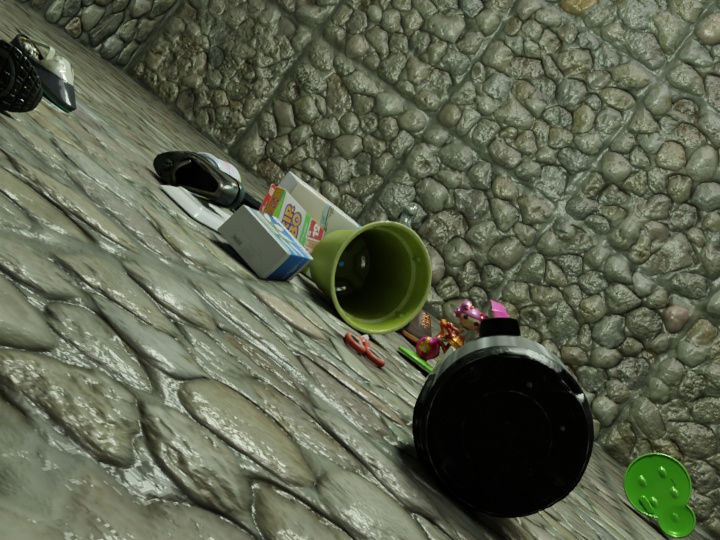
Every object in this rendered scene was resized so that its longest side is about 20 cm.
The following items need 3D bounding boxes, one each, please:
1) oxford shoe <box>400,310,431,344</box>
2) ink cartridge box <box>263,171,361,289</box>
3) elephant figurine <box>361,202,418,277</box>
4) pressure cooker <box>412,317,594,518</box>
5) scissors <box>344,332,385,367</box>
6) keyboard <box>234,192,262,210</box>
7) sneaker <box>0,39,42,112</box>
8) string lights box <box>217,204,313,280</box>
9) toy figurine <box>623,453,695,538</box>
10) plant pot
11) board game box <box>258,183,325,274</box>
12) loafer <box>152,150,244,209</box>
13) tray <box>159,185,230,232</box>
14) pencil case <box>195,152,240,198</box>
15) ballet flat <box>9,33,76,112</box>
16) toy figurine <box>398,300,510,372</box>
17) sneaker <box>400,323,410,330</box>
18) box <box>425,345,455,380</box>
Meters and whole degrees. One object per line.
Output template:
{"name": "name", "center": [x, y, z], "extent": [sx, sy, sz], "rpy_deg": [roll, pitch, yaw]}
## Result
{"name": "oxford shoe", "center": [0.135, 0.130, 1.950], "extent": [0.071, 0.073, 0.200], "rpy_deg": [37, 4, -27]}
{"name": "ink cartridge box", "center": [-0.103, -0.080, 1.699], "extent": [0.200, 0.145, 0.147], "rpy_deg": [36, 4, -19]}
{"name": "elephant figurine", "center": [0.078, -0.012, 1.733], "extent": [0.142, 0.155, 0.200], "rpy_deg": [44, 41, -17]}
{"name": "pressure cooker", "center": [0.154, 0.159, 0.896], "extent": [0.179, 0.176, 0.200], "rpy_deg": [41, 7, 5]}
{"name": "scissors", "center": [0.000, 0.109, 1.329], "extent": [0.073, 0.014, 0.200], "rpy_deg": [35, 5, -11]}
{"name": "keyboard", "center": [-0.204, -0.102, 1.795], "extent": [0.200, 0.040, 0.104], "rpy_deg": [35, -35, -11]}
{"name": "sneaker", "center": [-0.473, -0.264, 0.995], "extent": [0.200, 0.076, 0.091], "rpy_deg": [38, -3, -34]}
{"name": "string lights box", "center": [-0.148, -0.040, 1.332], "extent": [0.103, 0.059, 0.200], "rpy_deg": [48, 5, 6]}
{"name": "toy figurine", "center": [0.733, 0.556, 2.012], "extent": [0.200, 0.150, 0.184], "rpy_deg": [65, 8, 29]}
{"name": "plant pot", "center": [0.000, 0.000, 1.531], "extent": [0.200, 0.201, 0.184], "rpy_deg": [36, -7, -26]}
{"name": "board game box", "center": [-0.131, -0.073, 1.525], "extent": [0.030, 0.096, 0.200], "rpy_deg": [17, -15, 30]}
{"name": "loafer", "center": [-0.285, -0.165, 1.416], "extent": [0.200, 0.072, 0.063], "rpy_deg": [25, 2, 29]}
{"name": "tray", "center": [-0.244, -0.088, 1.407], "extent": [0.107, 0.022, 0.200], "rpy_deg": [41, 5, 32]}
{"name": "pencil case", "center": [-0.290, -0.180, 1.636], "extent": [0.091, 0.083, 0.200], "rpy_deg": [41, 3, -1]}
{"name": "ballet flat", "center": [-0.541, -0.348, 1.430], "extent": [0.200, 0.073, 0.073], "rpy_deg": [39, 4, 26]}
{"name": "toy figurine", "center": [0.203, 0.134, 1.583], "extent": [0.200, 0.184, 0.150], "rpy_deg": [35, -2, 11]}
{"name": "sneaker", "center": [0.036, 0.064, 1.929], "extent": [0.200, 0.066, 0.090], "rpy_deg": [42, 1, 5]}
{"name": "box", "center": [0.216, 0.226, 1.453], "extent": [0.200, 0.078, 0.095], "rpy_deg": [38, 3, 1]}
